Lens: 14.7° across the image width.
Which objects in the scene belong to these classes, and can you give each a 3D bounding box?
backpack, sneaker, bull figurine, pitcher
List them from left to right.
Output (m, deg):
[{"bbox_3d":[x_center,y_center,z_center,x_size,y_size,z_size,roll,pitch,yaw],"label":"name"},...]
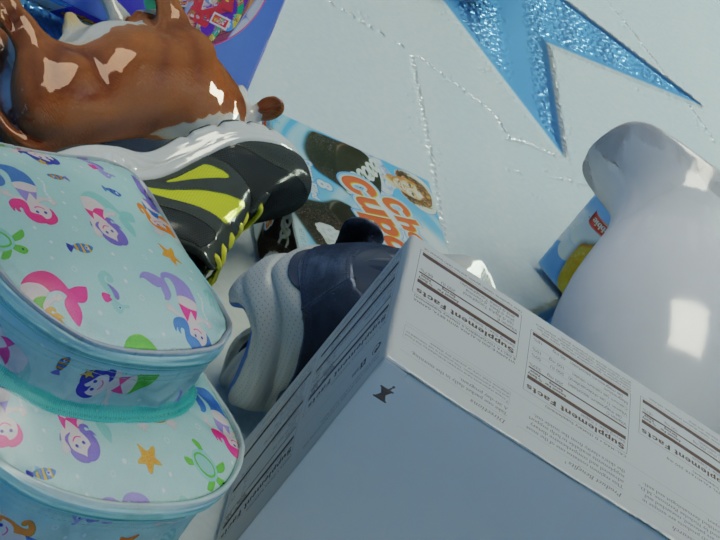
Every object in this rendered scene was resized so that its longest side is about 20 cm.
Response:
[{"bbox_3d":[-0.144,0.045,1.195,0.177,0.151,0.201,8,45,-47],"label":"backpack"},{"bbox_3d":[-0.128,-0.114,1.512,0.199,0.065,0.122,-10,73,-51],"label":"bull figurine"},{"bbox_3d":[-0.094,-0.019,1.439,0.199,0.075,0.085,-12,61,-46],"label":"sneaker"},{"bbox_3d":[0.006,0.063,1.414,0.146,0.201,0.081,1,48,20],"label":"sneaker"},{"bbox_3d":[0.193,0.032,1.590,0.171,0.121,0.201,18,52,-6],"label":"pitcher"}]

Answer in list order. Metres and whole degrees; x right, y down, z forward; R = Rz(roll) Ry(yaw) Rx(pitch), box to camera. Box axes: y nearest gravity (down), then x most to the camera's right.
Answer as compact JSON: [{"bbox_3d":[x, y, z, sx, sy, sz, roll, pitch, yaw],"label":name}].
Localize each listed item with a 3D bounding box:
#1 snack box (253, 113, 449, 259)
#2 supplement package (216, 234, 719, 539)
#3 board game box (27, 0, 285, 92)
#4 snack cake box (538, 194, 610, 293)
[{"bbox_3d":[0.000,0.000,1.545,0.116,0.037,0.201,24,30,-27],"label":"snack box"},{"bbox_3d":[0.056,0.115,1.306,0.199,0.156,0.111,33,29,-11],"label":"supplement package"},{"bbox_3d":[-0.092,-0.218,1.609,0.134,0.201,0.045,26,-9,-22],"label":"board game box"},{"bbox_3d":[0.215,0.042,1.710,0.115,0.067,0.200,-1,47,-54],"label":"snack cake box"}]
